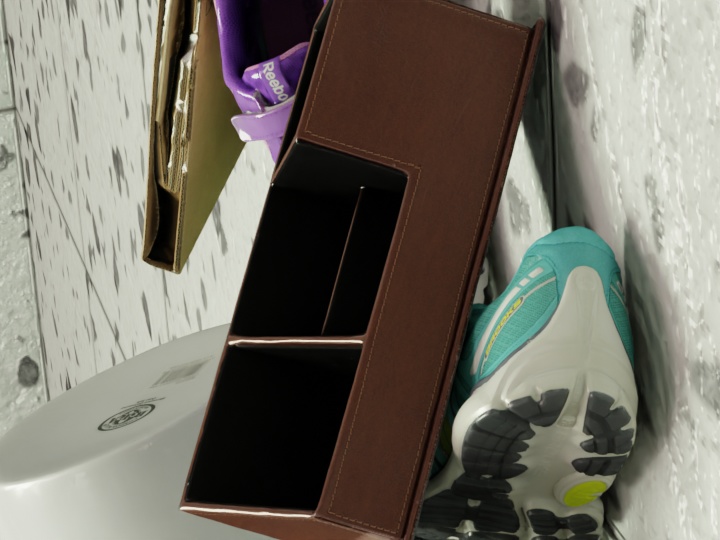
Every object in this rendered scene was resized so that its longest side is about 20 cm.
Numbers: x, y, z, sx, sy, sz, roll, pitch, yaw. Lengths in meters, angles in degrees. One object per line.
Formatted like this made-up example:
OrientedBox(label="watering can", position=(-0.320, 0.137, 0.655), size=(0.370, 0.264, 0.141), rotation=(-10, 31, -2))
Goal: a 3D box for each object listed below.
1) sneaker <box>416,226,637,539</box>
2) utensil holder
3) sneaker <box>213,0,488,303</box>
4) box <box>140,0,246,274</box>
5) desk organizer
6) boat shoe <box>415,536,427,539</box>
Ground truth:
OrientedBox(label="sneaker", position=(0.060, 0.052, 0.970), size=(0.200, 0.077, 0.080), rotation=(118, 160, -62))
OrientedBox(label="utensil holder", position=(-0.064, 0.146, 1.208), size=(0.201, 0.169, 0.170), rotation=(65, 171, -13))
OrientedBox(label="sneaker", position=(-0.013, -0.056, 1.073), size=(0.088, 0.080, 0.201), rotation=(3, -113, -70))
OrientedBox(label="box", position=(-0.053, -0.120, 1.192), size=(0.200, 0.021, 0.164), rotation=(-67, -11, -47))
OrientedBox(label="desk organizer", position=(0.000, 0.000, 0.962), size=(0.072, 0.077, 0.201), rotation=(127, 158, -74))
OrientedBox(label="boat shoe", position=(0.015, 0.101, 1.081), size=(0.200, 0.069, 0.057), rotation=(55, 170, -28))
